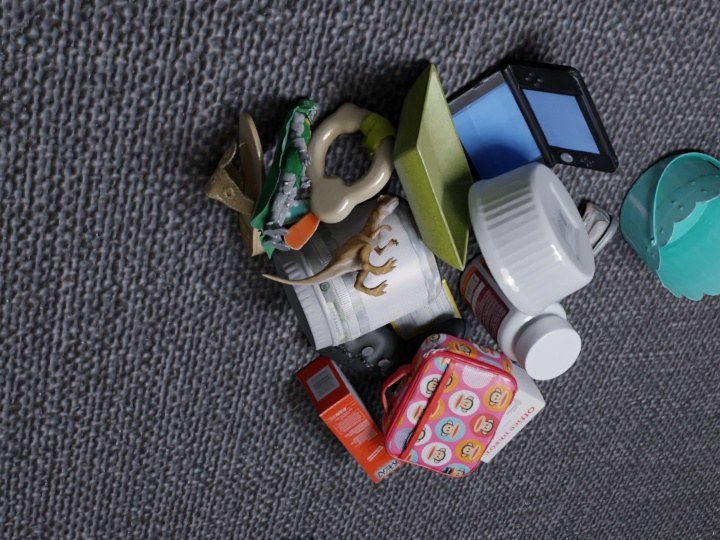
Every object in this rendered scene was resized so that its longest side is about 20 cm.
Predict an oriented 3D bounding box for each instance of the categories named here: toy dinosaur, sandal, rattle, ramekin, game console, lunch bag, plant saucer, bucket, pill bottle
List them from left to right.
[{"bbox_3d":[-0.162,-0.096,1.506,0.069,0.078,0.213,-17,136,-18],"label":"sandal"},{"bbox_3d":[-0.021,-0.106,1.554,0.201,0.129,0.143,-63,170,-1],"label":"rattle"},{"bbox_3d":[-0.014,-0.011,1.503,0.200,0.106,0.061,-41,154,-21],"label":"toy dinosaur"},{"bbox_3d":[0.091,-0.131,1.535,0.047,0.201,0.201,-11,126,18],"label":"plant saucer"},{"bbox_3d":[0.116,0.191,1.730,0.175,0.082,0.201,19,115,-11],"label":"lunch bag"},{"bbox_3d":[0.234,0.064,1.746,0.109,0.200,0.110,-14,129,-17],"label":"pill bottle"},{"bbox_3d":[0.232,-0.178,1.628,0.117,0.175,0.200,-55,136,-20],"label":"game console"},{"bbox_3d":[0.237,-0.049,1.623,0.097,0.202,0.200,-26,137,25],"label":"ramekin"},{"bbox_3d":[0.509,-0.072,1.832,0.205,0.135,0.209,-15,130,-18],"label":"bucket"}]

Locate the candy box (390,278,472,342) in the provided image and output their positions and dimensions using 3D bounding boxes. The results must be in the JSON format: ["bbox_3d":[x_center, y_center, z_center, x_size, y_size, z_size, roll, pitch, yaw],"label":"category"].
[{"bbox_3d":[0.110,0.098,1.823,0.102,0.026,0.201,-30,132,-4],"label":"candy box"}]

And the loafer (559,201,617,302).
[{"bbox_3d":[0.306,-0.018,1.825,0.063,0.072,0.200,37,96,-21],"label":"loafer"}]

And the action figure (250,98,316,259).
[{"bbox_3d":[-0.086,-0.127,1.469,0.054,0.202,0.118,10,156,2],"label":"action figure"}]

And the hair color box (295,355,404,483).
[{"bbox_3d":[-0.013,0.225,1.804,0.061,0.102,0.200,-35,132,0],"label":"hair color box"}]

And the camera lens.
[{"bbox_3d":[0.000,0.000,1.604,0.199,0.160,0.161,-25,131,-9],"label":"camera lens"}]

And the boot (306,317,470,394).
[{"bbox_3d":[0.041,0.092,1.738,0.199,0.066,0.165,34,110,-28],"label":"boot"}]

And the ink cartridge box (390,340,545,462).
[{"bbox_3d":[0.170,0.199,1.858,0.199,0.083,0.147,28,112,-38],"label":"ink cartridge box"}]
